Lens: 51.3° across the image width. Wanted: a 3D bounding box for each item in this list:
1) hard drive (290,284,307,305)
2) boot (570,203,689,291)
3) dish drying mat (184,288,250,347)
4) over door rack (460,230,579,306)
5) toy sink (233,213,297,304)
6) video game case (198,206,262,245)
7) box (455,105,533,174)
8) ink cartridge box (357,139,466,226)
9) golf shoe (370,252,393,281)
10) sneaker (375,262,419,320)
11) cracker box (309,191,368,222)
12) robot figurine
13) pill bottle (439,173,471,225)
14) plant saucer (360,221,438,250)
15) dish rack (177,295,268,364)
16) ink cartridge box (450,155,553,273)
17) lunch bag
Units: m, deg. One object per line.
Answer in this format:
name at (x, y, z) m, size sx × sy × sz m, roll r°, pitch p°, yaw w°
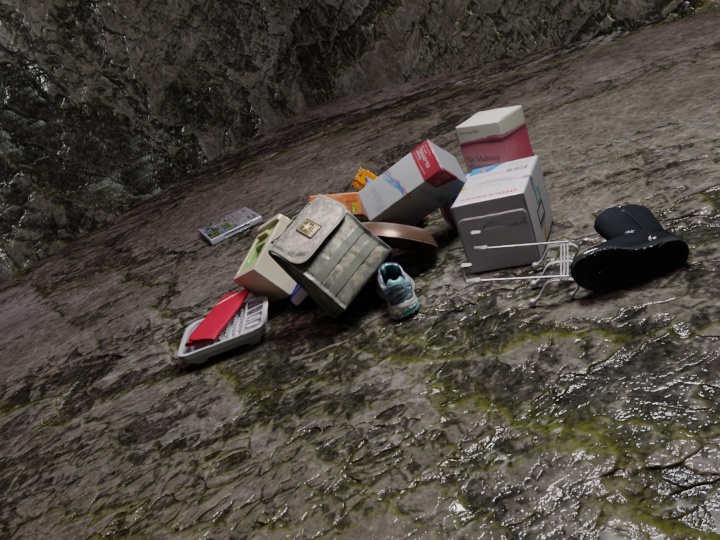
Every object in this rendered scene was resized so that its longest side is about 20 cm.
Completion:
hard drive at (-0.093, -0.007, 1.660) m, size 0.132 × 0.025 × 0.200 m, roll -48°, pitch 8°, yaw 15°
boot at (0.431, -0.043, 1.276) m, size 0.197 × 0.077 × 0.169 m, roll -14°, pitch 25°, yaw 0°
dish drying mat at (-0.303, 0.099, 1.605) m, size 0.076 × 0.018 × 0.201 m, roll -12°, pitch 23°, yaw 22°
over door rack at (0.281, -0.004, 1.319) m, size 0.197 × 0.068 × 0.148 m, roll 7°, pitch 28°, yaw 12°
toy sink at (-0.182, -0.046, 1.683) m, size 0.130 × 0.111 × 0.202 m, roll -20°, pitch 39°, yaw 58°
video game case at (-0.424, -0.146, 2.434) m, size 0.180 × 0.022 × 0.200 m, roll -28°, pitch 23°, yaw -16°
box at (0.322, -0.264, 1.748) m, size 0.127 × 0.203 × 0.109 m, roll 2°, pitch 29°, yaw 46°
ink cartridge box at (0.115, -0.177, 1.631) m, size 0.199 × 0.084 × 0.145 m, roll -34°, pitch -24°, yaw 23°
golf shoe at (0.000, 0.000, 1.601) m, size 0.090 × 0.076 × 0.200 m, roll -2°, pitch 30°, yaw 32°
sneaker at (0.067, 0.017, 1.471) m, size 0.077 × 0.087 × 0.200 m, roll -21°, pitch 21°, yaw -3°
cracker box at (-0.031, -0.141, 1.833) m, size 0.132 × 0.059 × 0.200 m, roll -3°, pitch -6°, yaw 17°
robot figurine at (0.078, -0.173, 1.813) m, size 0.059 × 0.199 × 0.145 m, roll -56°, pitch -8°, yaw 5°
pill bottle at (0.283, -0.165, 1.671) m, size 0.198 × 0.114 × 0.112 m, roll -4°, pitch 27°, yaw 38°
plant saucer at (0.070, -0.074, 1.605) m, size 0.197 × 0.035 × 0.200 m, roll 8°, pitch -4°, yaw 1°
dish rack at (-0.282, 0.131, 1.591) m, size 0.197 × 0.044 × 0.172 m, roll -20°, pitch 22°, yaw 3°
ink cartridge box at (0.286, -0.113, 1.491) m, size 0.145 × 0.148 × 0.200 m, roll -9°, pitch 24°, yaw 27°
lunch bag at (-0.065, -0.037, 1.488) m, size 0.164 × 0.199 × 0.118 m, roll -49°, pitch -1°, yaw -19°
